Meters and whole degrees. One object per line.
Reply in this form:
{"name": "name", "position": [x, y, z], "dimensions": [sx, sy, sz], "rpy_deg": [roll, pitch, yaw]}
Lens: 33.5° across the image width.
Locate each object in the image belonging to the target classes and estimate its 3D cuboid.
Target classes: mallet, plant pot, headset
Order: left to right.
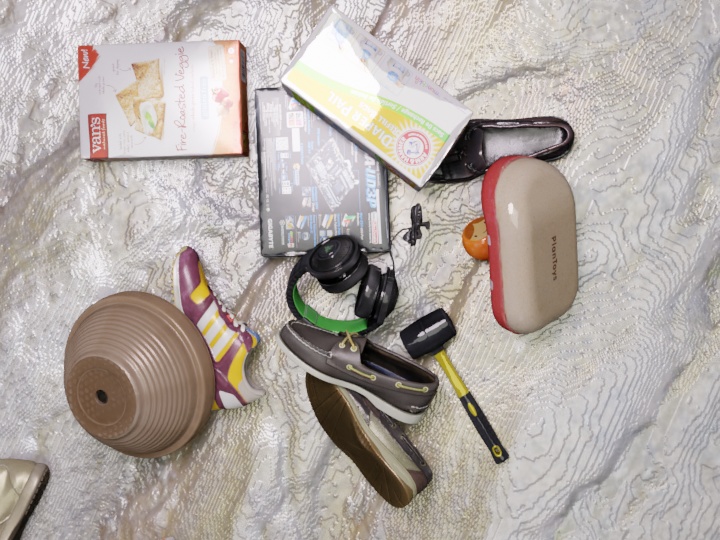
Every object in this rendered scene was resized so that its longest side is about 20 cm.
{"name": "plant pot", "position": [-0.276, 0.132, 1.395], "dimensions": [0.198, 0.093, 0.204], "rpy_deg": [5, 104, 21]}
{"name": "headset", "position": [0.000, 0.000, 1.394], "dimensions": [0.123, 0.095, 0.199], "rpy_deg": [37, 130, -22]}
{"name": "mallet", "position": [0.128, 0.137, 1.436], "dimensions": [0.066, 0.041, 0.201], "rpy_deg": [-38, 93, 7]}

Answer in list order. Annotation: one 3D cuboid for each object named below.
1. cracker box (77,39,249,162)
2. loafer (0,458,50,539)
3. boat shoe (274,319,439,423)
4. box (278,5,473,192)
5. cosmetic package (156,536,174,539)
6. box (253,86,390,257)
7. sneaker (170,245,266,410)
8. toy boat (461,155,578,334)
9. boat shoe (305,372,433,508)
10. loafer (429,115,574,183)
{"name": "cracker box", "position": [-0.235, -0.201, 1.432], "dimensions": [0.196, 0.058, 0.136], "rpy_deg": [-2, 91, 4]}
{"name": "loafer", "position": [-0.449, 0.316, 1.456], "dimensions": [0.068, 0.076, 0.202], "rpy_deg": [27, 84, 3]}
{"name": "boat shoe", "position": [-0.003, 0.104, 1.405], "dimensions": [0.199, 0.072, 0.061], "rpy_deg": [28, 117, -4]}
{"name": "box", "position": [0.019, -0.189, 1.347], "dimensions": [0.199, 0.112, 0.102], "rpy_deg": [37, 91, -1]}
{"name": "cosmetic package", "position": [-0.320, 0.384, 1.434], "dimensions": [0.197, 0.101, 0.072], "rpy_deg": [-14, 91, 3]}
{"name": "box", "position": [-0.045, -0.119, 1.429], "dimensions": [0.156, 0.046, 0.204], "rpy_deg": [-3, 92, 3]}
{"name": "sneaker", "position": [-0.167, 0.065, 1.432], "dimensions": [0.089, 0.075, 0.203], "rpy_deg": [-10, 100, 6]}
{"name": "toy boat", "position": [0.173, -0.034, 1.391], "dimensions": [0.130, 0.130, 0.203], "rpy_deg": [12, 116, 42]}
{"name": "boat shoe", "position": [0.009, 0.189, 1.429], "dimensions": [0.064, 0.073, 0.201], "rpy_deg": [-25, 72, -40]}
{"name": "loafer", "position": [0.155, -0.148, 1.409], "dimensions": [0.197, 0.063, 0.073], "rpy_deg": [-10, 91, 3]}
